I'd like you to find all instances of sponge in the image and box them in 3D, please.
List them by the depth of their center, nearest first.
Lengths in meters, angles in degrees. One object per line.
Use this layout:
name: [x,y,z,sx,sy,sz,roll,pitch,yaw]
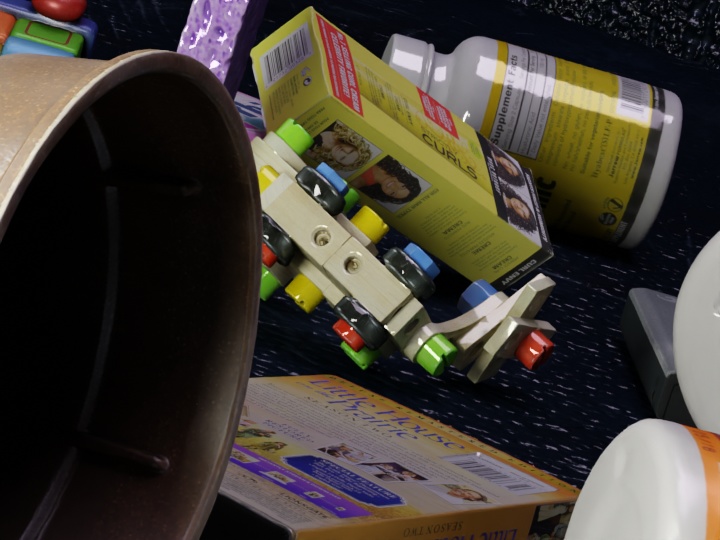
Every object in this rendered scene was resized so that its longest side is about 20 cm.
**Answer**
sponge: [-0.078,-0.089,1.446,0.030,0.201,0.112,19,12,1]

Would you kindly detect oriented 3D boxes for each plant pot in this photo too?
plant pot: [-0.161,0.015,0.900,0.197,0.202,0.200,12,9,22]

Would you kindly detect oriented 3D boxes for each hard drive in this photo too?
hard drive: [0.217,0.062,1.585,0.139,0.033,0.200,16,11,-4]

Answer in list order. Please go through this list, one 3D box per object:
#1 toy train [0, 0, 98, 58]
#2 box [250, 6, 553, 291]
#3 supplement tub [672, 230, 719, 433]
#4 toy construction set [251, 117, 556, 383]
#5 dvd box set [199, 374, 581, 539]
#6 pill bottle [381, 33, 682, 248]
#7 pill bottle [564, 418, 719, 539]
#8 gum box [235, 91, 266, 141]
toy train: [-0.263,-0.136,1.737,0.199,0.085,0.116,16,25,-3]
box: [0.024,-0.064,1.638,0.200,0.050,0.076,34,32,-38]
supplement tub: [0.258,0.023,1.426,0.144,0.145,0.200,24,24,31]
toy construction set: [0.000,0.000,1.451,0.199,0.092,0.131,28,-11,17]
dvd box set: [-0.022,0.080,1.149,0.146,0.030,0.200,24,14,33]
pill bottle: [0.105,-0.092,1.957,0.199,0.112,0.111,16,11,-5]
pill bottle: [0.174,0.127,1.005,0.199,0.115,0.114,14,12,-12]
gum box: [-0.091,-0.061,1.627,0.113,0.066,0.200,24,13,23]
